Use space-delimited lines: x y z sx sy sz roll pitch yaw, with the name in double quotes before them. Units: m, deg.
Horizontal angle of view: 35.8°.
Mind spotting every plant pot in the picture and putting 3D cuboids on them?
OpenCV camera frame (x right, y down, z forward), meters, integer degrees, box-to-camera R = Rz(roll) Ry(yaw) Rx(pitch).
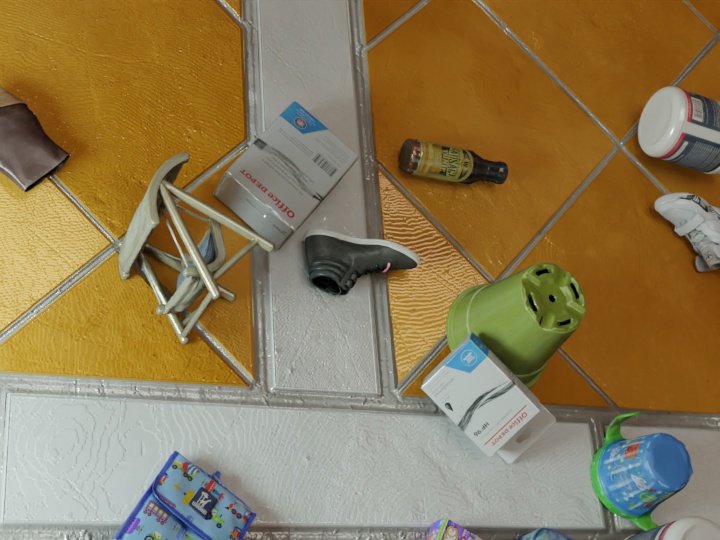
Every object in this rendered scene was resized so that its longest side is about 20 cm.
"plant pot" 0.271 0.080 1.836 0.199 0.190 0.201 10 63 -20

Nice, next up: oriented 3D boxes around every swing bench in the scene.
"swing bench" -0.262 -0.031 1.634 0.200 0.199 0.130 45 57 2

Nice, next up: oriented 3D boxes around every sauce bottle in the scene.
"sauce bottle" 0.169 -0.191 1.991 0.199 0.066 0.066 6 64 -21

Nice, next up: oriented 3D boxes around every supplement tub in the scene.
"supplement tub" 0.481 0.472 1.740 0.139 0.200 0.141 10 63 -20
"supplement tub" 0.668 -0.273 2.208 0.199 0.140 0.141 14 61 -19

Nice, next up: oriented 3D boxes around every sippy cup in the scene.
"sippy cup" 0.475 0.332 1.846 0.178 0.130 0.140 43 57 -1

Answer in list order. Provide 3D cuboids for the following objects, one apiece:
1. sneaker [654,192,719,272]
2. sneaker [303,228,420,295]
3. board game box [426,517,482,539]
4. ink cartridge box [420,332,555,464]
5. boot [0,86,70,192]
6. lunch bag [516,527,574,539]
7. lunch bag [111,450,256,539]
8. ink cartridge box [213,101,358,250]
"sneaker" 0.657 -0.070 2.153 0.199 0.075 0.116 22 56 -18
"sneaker" 0.000 0.000 1.823 0.199 0.071 0.100 10 64 -14
"board game box" 0.138 0.493 1.664 0.134 0.045 0.201 32 57 -8
"ink cartridge box" 0.207 0.213 1.782 0.200 0.068 0.116 45 101 1
"boot" -0.552 -0.180 1.646 0.166 0.072 0.200 46 53 4
"lunch bag" 0.298 0.513 1.706 0.160 0.082 0.201 26 58 -11
"lunch bag" -0.243 0.358 1.539 0.150 0.094 0.200 36 44 -4
"ink cartridge box" -0.121 -0.156 1.828 0.145 0.084 0.200 41 56 -3
